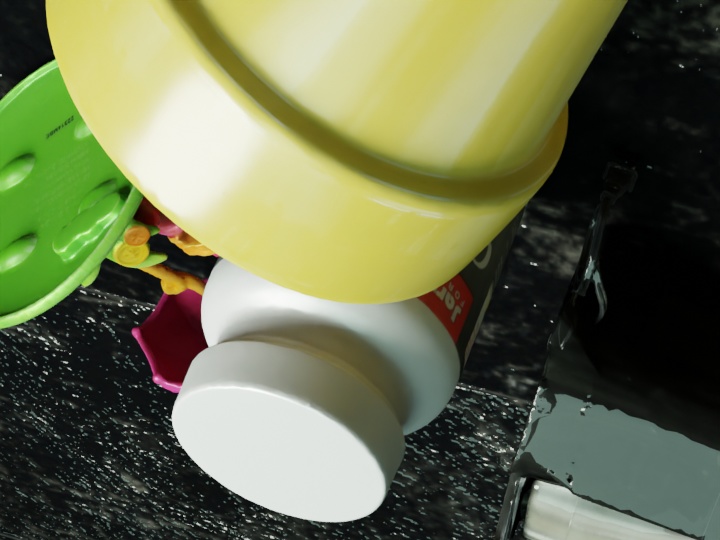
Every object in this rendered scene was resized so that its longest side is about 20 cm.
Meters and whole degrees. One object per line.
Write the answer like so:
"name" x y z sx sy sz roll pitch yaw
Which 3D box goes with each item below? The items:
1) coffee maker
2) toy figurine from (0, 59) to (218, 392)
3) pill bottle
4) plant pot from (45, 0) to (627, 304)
"coffee maker" 0.178 0.078 0.945 0.199 0.135 0.193 18 144 8
"toy figurine" -0.078 -0.013 1.017 0.200 0.151 0.184 -32 135 23
"pill bottle" 0.000 0.000 0.887 0.115 0.201 0.116 15 145 11
"plant pot" 0.016 -0.121 0.741 0.200 0.201 0.189 33 130 -14
